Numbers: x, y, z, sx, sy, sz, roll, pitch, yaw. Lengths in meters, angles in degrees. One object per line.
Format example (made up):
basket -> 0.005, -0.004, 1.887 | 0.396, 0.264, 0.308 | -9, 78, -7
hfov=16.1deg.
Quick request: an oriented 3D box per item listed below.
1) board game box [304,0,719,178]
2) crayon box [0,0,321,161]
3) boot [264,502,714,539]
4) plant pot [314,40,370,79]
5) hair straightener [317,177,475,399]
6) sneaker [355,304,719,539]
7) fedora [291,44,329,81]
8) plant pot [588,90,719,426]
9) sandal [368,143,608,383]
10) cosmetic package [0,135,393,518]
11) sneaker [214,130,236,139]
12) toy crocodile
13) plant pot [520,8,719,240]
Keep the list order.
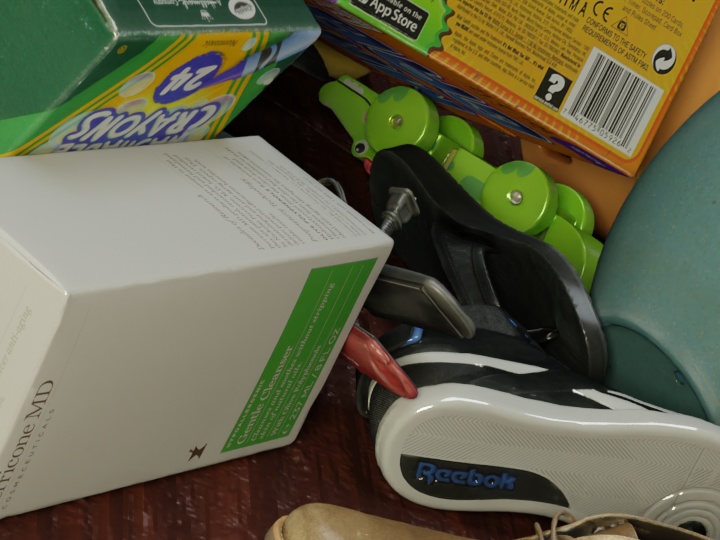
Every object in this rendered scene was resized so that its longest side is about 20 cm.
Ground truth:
board game box -> 0.055, -0.193, 1.257 | 0.200, 0.200, 0.200 | 27, 0, -34
crayon box -> -0.124, -0.050, 0.991 | 0.126, 0.200, 0.052 | -10, 64, -55
boot -> 0.063, 0.114, 0.956 | 0.200, 0.076, 0.074 | 19, 25, -15
plant pot -> -0.045, -0.212, 1.432 | 0.189, 0.201, 0.201 | 34, 18, -19
hair straightener -> 0.000, 0.000, 1.105 | 0.041, 0.077, 0.200 | 49, -10, -21
sneaker -> 0.095, 0.063, 1.102 | 0.200, 0.073, 0.112 | 17, 25, -19
fedora -> -0.112, -0.109, 1.212 | 0.200, 0.092, 0.201 | 32, 1, -1
plant pot -> 0.181, 0.026, 1.169 | 0.135, 0.200, 0.200 | -32, 54, -24
sandal -> 0.049, 0.008, 1.205 | 0.048, 0.075, 0.200 | -17, 33, -24
cosmetic package -> -0.091, 0.017, 0.960 | 0.085, 0.108, 0.200 | 38, 26, 24
sneaker -> -0.108, -0.040, 1.110 | 0.200, 0.080, 0.074 | 31, 12, 19
toy crocodile -> 0.055, -0.041, 1.321 | 0.200, 0.062, 0.067 | 35, 5, 28
plant pot -> 0.183, -0.084, 1.398 | 0.140, 0.200, 0.200 | 22, 16, 36
